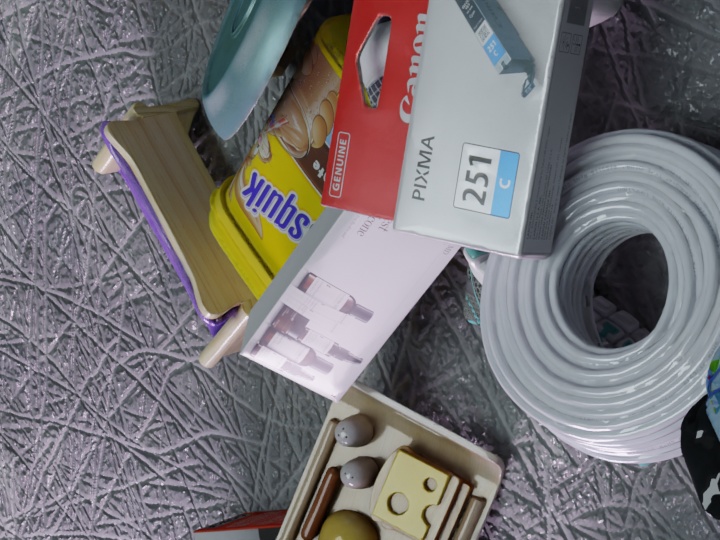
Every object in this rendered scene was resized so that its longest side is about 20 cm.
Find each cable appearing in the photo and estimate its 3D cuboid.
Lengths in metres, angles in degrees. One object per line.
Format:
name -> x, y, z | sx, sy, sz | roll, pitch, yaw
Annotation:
cable -> 0.165, 0.015, 1.245 | 0.200, 0.069, 0.201 | 32, 97, 38

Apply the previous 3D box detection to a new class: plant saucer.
plant saucer -> -0.066, -0.188, 1.440 | 0.201, 0.027, 0.200 | -60, 15, 27

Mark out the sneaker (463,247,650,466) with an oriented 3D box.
sneaker -> 0.134, 0.056, 1.366 | 0.200, 0.077, 0.091 | 55, 151, 28

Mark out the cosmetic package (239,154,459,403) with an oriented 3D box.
cosmetic package -> 0.000, 0.000, 1.406 | 0.200, 0.082, 0.051 | -54, 17, 38

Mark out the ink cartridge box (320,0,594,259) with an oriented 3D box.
ink cartridge box -> 0.049, -0.121, 1.268 | 0.176, 0.045, 0.201 | 13, 97, 33

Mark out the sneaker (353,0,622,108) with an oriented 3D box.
sneaker -> 0.084, -0.147, 1.321 | 0.199, 0.076, 0.081 | -7, 84, 41

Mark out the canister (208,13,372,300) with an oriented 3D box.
canister -> -0.014, -0.065, 1.475 | 0.149, 0.086, 0.200 | 54, 134, 22

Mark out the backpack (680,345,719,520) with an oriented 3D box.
backpack -> 0.284, 0.044, 1.114 | 0.200, 0.163, 0.154 | -36, 59, 42

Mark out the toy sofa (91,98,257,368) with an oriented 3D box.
toy sofa -> -0.140, -0.029, 1.622 | 0.201, 0.097, 0.083 | 60, 138, 16

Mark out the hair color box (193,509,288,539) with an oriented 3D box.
hair color box -> -0.042, 0.239, 1.622 | 0.200, 0.061, 0.102 | -14, 92, 51

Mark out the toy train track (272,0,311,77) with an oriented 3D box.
toy train track -> -0.026, -0.189, 1.467 | 0.032, 0.115, 0.200 | 31, 150, -6

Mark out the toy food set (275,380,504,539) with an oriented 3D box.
toy food set -> 0.003, 0.190, 1.487 | 0.143, 0.060, 0.201 | 26, 100, 21
